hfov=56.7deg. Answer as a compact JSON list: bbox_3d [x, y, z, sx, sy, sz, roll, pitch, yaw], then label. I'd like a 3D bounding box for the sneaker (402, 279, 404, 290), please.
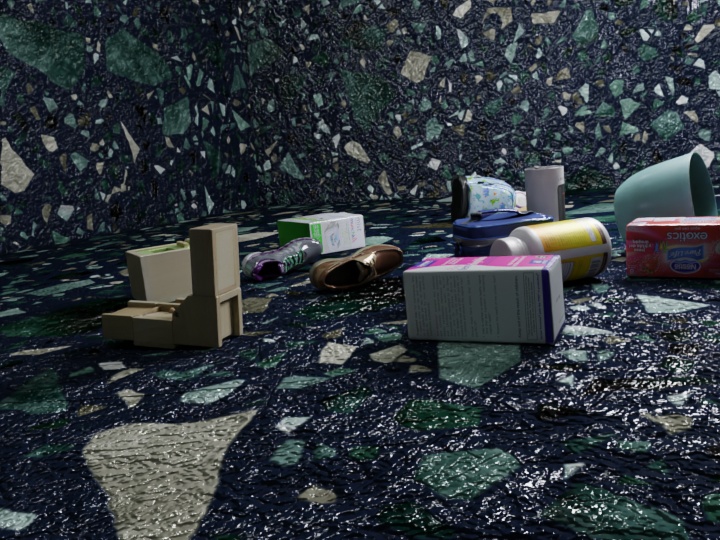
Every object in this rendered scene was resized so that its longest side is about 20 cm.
[{"bbox_3d":[0.173,0.025,1.107,0.199,0.070,0.078,4,8,17],"label":"sneaker"}]

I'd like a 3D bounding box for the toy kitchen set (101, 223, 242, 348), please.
[{"bbox_3d":[-0.279,0.013,1.060,0.199,0.181,0.163,2,11,16],"label":"toy kitchen set"}]

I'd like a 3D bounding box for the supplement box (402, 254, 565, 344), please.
[{"bbox_3d":[0.171,0.038,0.922,0.199,0.104,0.101,-2,11,25],"label":"supplement box"}]

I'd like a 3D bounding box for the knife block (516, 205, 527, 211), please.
[{"bbox_3d":[0.388,-0.106,1.614,0.200,0.064,0.176,-22,7,-9],"label":"knife block"}]

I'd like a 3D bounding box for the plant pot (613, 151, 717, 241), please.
[{"bbox_3d":[0.624,-0.126,1.377,0.161,0.201,0.200,-11,4,40],"label":"plant pot"}]

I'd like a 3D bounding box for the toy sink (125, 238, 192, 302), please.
[{"bbox_3d":[-0.377,-0.005,1.414,0.200,0.112,0.130,-11,12,-30],"label":"toy sink"}]

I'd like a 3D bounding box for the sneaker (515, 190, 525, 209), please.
[{"bbox_3d":[0.613,-0.254,2.473,0.199,0.075,0.100,-7,-8,-8],"label":"sneaker"}]

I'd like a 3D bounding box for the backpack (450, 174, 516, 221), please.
[{"bbox_3d":[0.418,-0.236,2.228,0.199,0.164,0.154,-2,17,-20],"label":"backpack"}]

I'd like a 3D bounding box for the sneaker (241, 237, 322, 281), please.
[{"bbox_3d":[-0.168,-0.016,1.536,0.200,0.075,0.088,-19,28,-21],"label":"sneaker"}]

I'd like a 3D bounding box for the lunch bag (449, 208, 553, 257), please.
[{"bbox_3d":[0.270,-0.055,1.301,0.199,0.133,0.136,-7,10,-13],"label":"lunch bag"}]

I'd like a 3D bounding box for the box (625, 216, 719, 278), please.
[{"bbox_3d":[0.578,-0.042,1.169,0.200,0.096,0.100,1,12,32],"label":"box"}]

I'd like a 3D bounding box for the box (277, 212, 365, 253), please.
[{"bbox_3d":[-0.113,-0.108,1.897,0.176,0.097,0.200,-11,11,-32],"label":"box"}]

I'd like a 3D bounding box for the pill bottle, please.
[{"bbox_3d":[0.336,-0.030,1.190,0.199,0.110,0.109,-8,11,-20],"label":"pill bottle"}]

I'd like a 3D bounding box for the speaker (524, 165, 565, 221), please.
[{"bbox_3d":[0.388,-0.119,1.397,0.081,0.201,0.081,-5,10,1],"label":"speaker"}]

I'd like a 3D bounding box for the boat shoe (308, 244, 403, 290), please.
[{"bbox_3d":[0.000,0.000,1.327,0.200,0.076,0.072,-18,18,-18],"label":"boat shoe"}]
